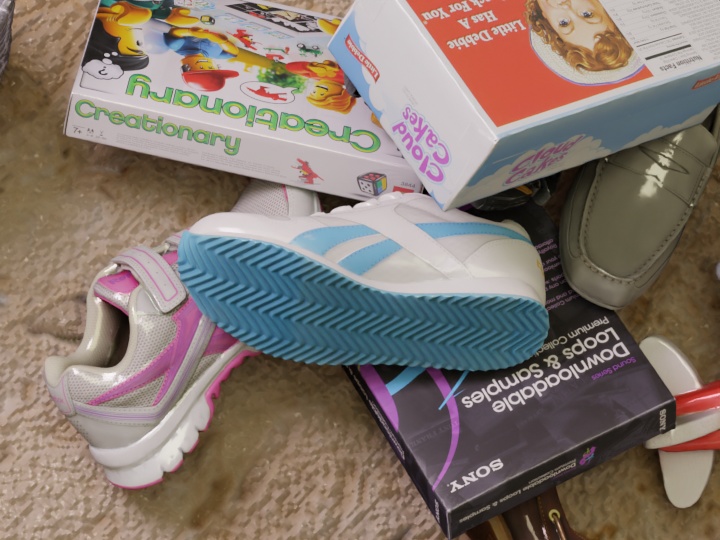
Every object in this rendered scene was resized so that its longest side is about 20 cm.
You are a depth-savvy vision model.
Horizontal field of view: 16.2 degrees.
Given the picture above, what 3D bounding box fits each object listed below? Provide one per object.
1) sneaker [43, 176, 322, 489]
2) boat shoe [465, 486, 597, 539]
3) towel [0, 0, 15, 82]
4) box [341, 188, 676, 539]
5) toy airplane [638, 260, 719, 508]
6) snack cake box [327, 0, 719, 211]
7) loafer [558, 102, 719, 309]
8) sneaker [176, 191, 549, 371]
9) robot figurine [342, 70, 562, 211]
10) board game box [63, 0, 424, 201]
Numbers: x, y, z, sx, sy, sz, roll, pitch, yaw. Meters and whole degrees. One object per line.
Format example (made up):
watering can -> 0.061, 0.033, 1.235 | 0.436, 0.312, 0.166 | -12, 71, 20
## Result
sneaker -> -0.097, 0.018, 1.379 | 0.088, 0.081, 0.200 | 43, 73, -31
boat shoe -> 0.104, 0.161, 1.390 | 0.070, 0.070, 0.201 | -19, 80, -14
towel -> -0.271, -0.087, 1.358 | 0.086, 0.166, 0.200 | 45, 77, -1
box -> 0.064, 0.036, 1.394 | 0.143, 0.036, 0.200 | -26, 58, -11
toy airplane -> 0.249, 0.071, 1.389 | 0.200, 0.141, 0.200 | 33, 89, -8
snack cake box -> 0.098, -0.116, 1.326 | 0.200, 0.067, 0.115 | -19, 67, -37
loafer -> 0.163, -0.063, 1.414 | 0.070, 0.070, 0.200 | 25, 51, -2
sneaker -> 0.000, 0.000, 1.351 | 0.199, 0.077, 0.081 | 9, 42, -10
robot figurine -> 0.075, -0.114, 1.408 | 0.145, 0.058, 0.200 | 41, 39, 3
board game box -> -0.057, -0.103, 1.417 | 0.199, 0.035, 0.126 | 12, 41, -4
